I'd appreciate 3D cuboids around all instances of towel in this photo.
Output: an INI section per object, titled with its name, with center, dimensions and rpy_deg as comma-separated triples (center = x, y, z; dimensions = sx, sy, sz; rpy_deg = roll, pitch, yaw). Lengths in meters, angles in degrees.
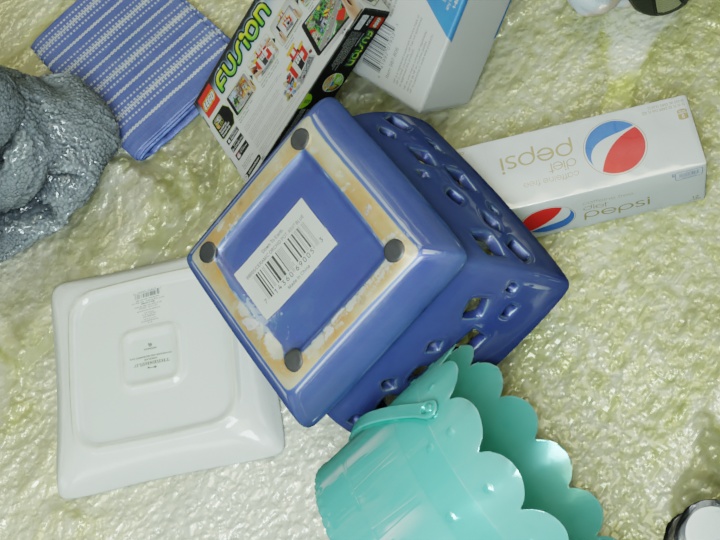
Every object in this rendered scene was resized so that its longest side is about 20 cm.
[towel]
center = -0.213, -0.207, 1.193
dimensions = 0.145, 0.024, 0.200
rpy_deg = -43, 62, -5

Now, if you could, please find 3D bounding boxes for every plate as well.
[plate]
center = -0.172, 0.076, 1.049
dimensions = 0.199, 0.032, 0.201
rpy_deg = -13, 64, 9

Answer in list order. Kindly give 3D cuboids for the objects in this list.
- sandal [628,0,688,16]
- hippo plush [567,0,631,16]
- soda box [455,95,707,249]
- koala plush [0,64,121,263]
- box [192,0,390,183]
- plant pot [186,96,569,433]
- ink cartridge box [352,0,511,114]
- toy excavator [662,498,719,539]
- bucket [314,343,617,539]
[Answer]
[sandal]
center = 0.245, -0.308, 1.003
dimensions = 0.079, 0.202, 0.057
rpy_deg = 6, 35, 6
[hippo plush]
center = 0.161, -0.306, 1.078
dimensions = 0.160, 0.200, 0.160
rpy_deg = 16, 108, 42
[soda box]
center = 0.176, -0.078, 1.012
dimensions = 0.199, 0.064, 0.068
rpy_deg = -13, 64, 8
[koala plush]
center = -0.328, -0.130, 1.076
dimensions = 0.183, 0.200, 0.178
rpy_deg = -22, 63, 10
[box]
center = -0.064, -0.181, 1.068
dimensions = 0.200, 0.035, 0.110
rpy_deg = -52, 58, 32
[plant pot]
center = 0.000, 0.000, 0.923
dimensions = 0.200, 0.180, 0.200
rpy_deg = -47, 62, 17
[ink cartridge box]
center = 0.024, -0.250, 1.076
dimensions = 0.200, 0.084, 0.145
rpy_deg = 36, 121, 25
[toy excavator]
center = 0.260, 0.279, 0.824
dimensions = 0.200, 0.100, 0.195
rpy_deg = 33, 79, 16
[bucket]
center = 0.074, 0.167, 0.853
dimensions = 0.135, 0.207, 0.208
rpy_deg = -37, 63, 11
